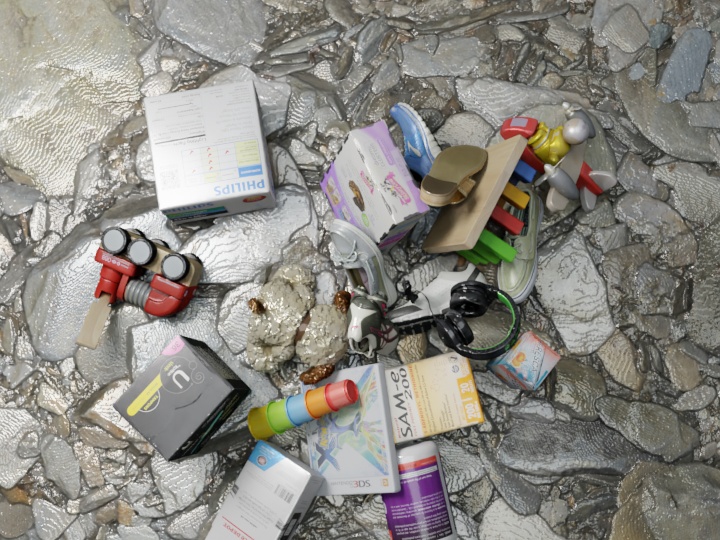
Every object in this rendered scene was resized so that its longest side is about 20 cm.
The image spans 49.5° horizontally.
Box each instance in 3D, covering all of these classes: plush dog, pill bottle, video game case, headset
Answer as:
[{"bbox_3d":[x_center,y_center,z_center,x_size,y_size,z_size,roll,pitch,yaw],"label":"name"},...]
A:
[{"bbox_3d":[-0.096,0.091,1.304,0.170,0.161,0.203,21,81,7],"label":"plush dog"},{"bbox_3d":[0.094,0.389,1.281,0.111,0.113,0.203,-12,81,-1],"label":"pill bottle"},{"bbox_3d":[-0.021,0.266,1.293,0.181,0.022,0.203,-16,78,39],"label":"video game case"},{"bbox_3d":[0.160,0.065,1.263,0.198,0.094,0.124,17,65,29],"label":"headset"}]

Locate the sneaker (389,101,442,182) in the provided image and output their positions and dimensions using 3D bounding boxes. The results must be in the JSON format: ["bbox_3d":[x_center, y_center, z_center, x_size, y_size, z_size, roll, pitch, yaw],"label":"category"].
[{"bbox_3d":[0.097,-0.211,1.390,0.088,0.078,0.202,-31,68,10],"label":"sneaker"}]

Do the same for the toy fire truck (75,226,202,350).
[{"bbox_3d":[-0.391,0.043,1.346,0.174,0.129,0.203,23,94,4],"label":"toy fire truck"}]

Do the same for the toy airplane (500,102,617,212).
[{"bbox_3d":[0.360,-0.199,1.352,0.196,0.142,0.202,-11,61,-25],"label":"toy airplane"}]

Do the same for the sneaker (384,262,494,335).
[{"bbox_3d":[0.131,0.051,1.364,0.197,0.074,0.081,-18,67,-7],"label":"sneaker"}]

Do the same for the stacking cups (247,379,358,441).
[{"bbox_3d":[-0.096,0.224,1.291,0.198,0.060,0.061,-27,80,27],"label":"stacking cups"}]

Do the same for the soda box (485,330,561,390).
[{"bbox_3d":[0.261,0.149,1.272,0.063,0.200,0.069,40,84,6],"label":"soda box"}]

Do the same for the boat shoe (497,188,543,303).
[{"bbox_3d":[0.272,-0.045,1.363,0.071,0.062,0.203,1,72,34],"label":"boat shoe"}]

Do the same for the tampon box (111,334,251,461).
[{"bbox_3d":[-0.282,0.205,1.270,0.126,0.200,0.150,42,83,7],"label":"tampon box"}]

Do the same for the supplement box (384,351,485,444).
[{"bbox_3d":[0.098,0.219,1.327,0.197,0.074,0.128,-14,81,-1],"label":"supplement box"}]

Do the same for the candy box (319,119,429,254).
[{"bbox_3d":[0.018,-0.127,1.314,0.071,0.200,0.170,-22,81,-23],"label":"candy box"}]

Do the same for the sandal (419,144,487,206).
[{"bbox_3d":[0.146,-0.139,1.286,0.077,0.212,0.070,20,125,17],"label":"sandal"}]

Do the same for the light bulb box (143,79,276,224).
[{"bbox_3d":[-0.260,-0.204,1.372,0.195,0.125,0.203,-10,82,-2],"label":"light bulb box"}]

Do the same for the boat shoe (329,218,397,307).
[{"bbox_3d":[-0.001,0.000,1.312,0.074,0.203,0.065,17,56,41],"label":"boat shoe"}]

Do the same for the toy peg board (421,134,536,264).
[{"bbox_3d":[0.220,-0.103,1.327,0.097,0.200,0.201,31,81,-13],"label":"toy peg board"}]

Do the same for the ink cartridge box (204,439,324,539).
[{"bbox_3d":[-0.162,0.400,1.291,0.115,0.067,0.202,27,82,24],"label":"ink cartridge box"}]

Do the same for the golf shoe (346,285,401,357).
[{"bbox_3d":[0.012,0.104,1.284,0.076,0.201,0.089,13,66,20],"label":"golf shoe"}]
